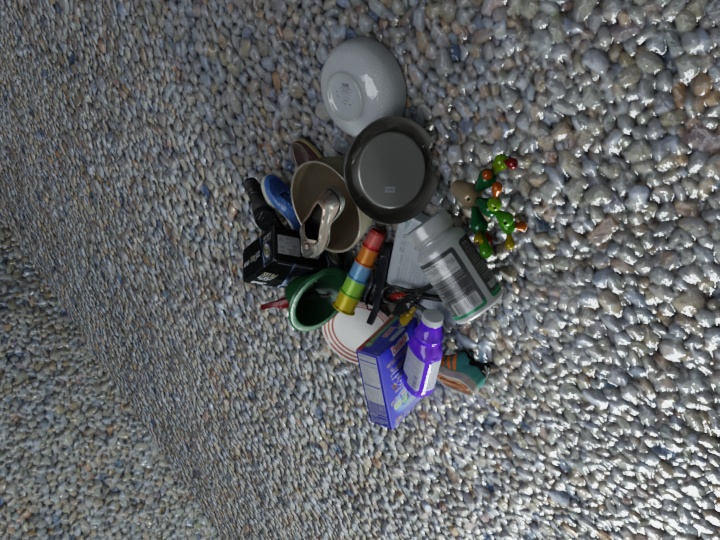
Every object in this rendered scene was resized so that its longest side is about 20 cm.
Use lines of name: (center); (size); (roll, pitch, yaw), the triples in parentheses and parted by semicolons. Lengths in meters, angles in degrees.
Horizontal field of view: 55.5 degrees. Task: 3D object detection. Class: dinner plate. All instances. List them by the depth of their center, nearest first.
dinner plate: (-0.001, 0.152, 1.695); (0.195, 0.024, 0.204); (10, 128, 12)

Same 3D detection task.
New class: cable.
cable: (0.121, 0.052, 1.488); (0.198, 0.050, 0.099); (-33, 86, 38)

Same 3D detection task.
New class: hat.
hat: (-0.149, 0.032, 1.626); (0.176, 0.199, 0.167); (42, 165, 39)

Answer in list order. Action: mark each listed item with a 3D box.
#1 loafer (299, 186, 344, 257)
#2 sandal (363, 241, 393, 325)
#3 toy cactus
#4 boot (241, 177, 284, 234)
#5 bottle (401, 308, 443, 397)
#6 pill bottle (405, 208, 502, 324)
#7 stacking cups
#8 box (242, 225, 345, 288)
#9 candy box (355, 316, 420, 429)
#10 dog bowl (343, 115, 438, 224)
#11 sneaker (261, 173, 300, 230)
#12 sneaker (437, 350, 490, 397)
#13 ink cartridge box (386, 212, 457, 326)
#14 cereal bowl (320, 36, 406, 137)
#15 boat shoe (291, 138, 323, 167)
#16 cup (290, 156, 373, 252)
loafer: (-0.095, -0.093, 1.419); (0.072, 0.062, 0.201); (45, 139, 13)
sandal: (0.037, 0.027, 1.568); (0.042, 0.076, 0.205); (14, 113, 6)
toy cactus: (0.236, -0.132, 1.281); (0.165, 0.101, 0.204); (40, 143, 47)
boot: (-0.236, -0.141, 1.747); (0.202, 0.068, 0.133); (75, 171, -56)
bottle: (0.140, 0.179, 1.493); (0.084, 0.064, 0.204); (48, 139, 45)
pill bottle: (0.179, -0.010, 1.324); (0.112, 0.112, 0.202); (-31, 93, 50)
stacking cups: (0.000, 0.000, 1.561); (0.060, 0.060, 0.204); (31, 104, 26)
box: (-0.160, -0.023, 1.637); (0.163, 0.196, 0.088); (-28, 60, 49)
candy box: (0.078, 0.233, 1.595); (0.076, 0.168, 0.205); (10, 122, 37)
dog bowl: (0.055, -0.195, 1.334); (0.204, 0.196, 0.059); (70, 167, -16)
sneaker: (-0.153, -0.157, 1.643); (0.202, 0.076, 0.110); (57, 146, -7)
sneaker: (0.218, 0.219, 1.533); (0.072, 0.080, 0.199); (56, 163, -24)
ink cartridge box: (0.155, -0.009, 1.462); (0.198, 0.043, 0.200); (32, 134, 22)
cereal bowl: (-0.008, -0.356, 1.369); (0.197, 0.083, 0.204); (26, 132, 32)
boat shoe: (-0.111, -0.205, 1.576); (0.071, 0.072, 0.203); (-17, 102, 48)
cup: (-0.033, -0.162, 1.471); (0.198, 0.142, 0.204); (25, 131, 32)
